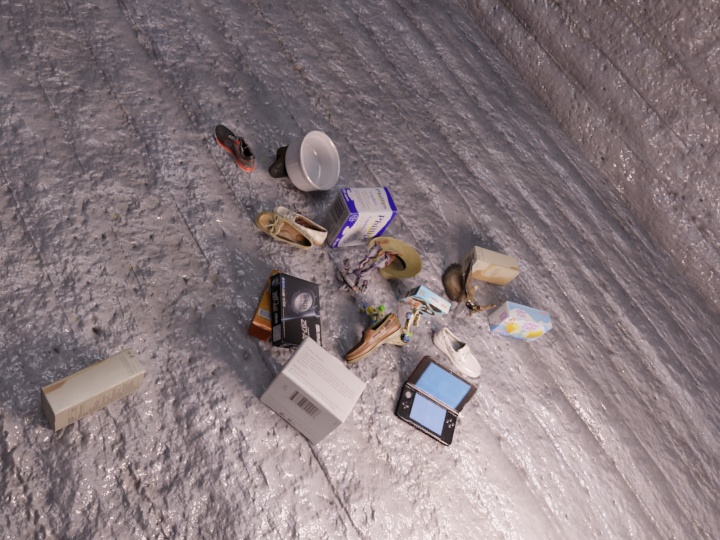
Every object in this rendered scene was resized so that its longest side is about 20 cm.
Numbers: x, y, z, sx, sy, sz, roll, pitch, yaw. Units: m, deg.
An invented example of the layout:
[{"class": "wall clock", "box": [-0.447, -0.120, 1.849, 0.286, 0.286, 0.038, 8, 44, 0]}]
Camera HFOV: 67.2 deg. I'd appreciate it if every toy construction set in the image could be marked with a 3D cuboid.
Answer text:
[{"class": "toy construction set", "box": [0.099, 0.167, 1.713, 0.196, 0.093, 0.133, 3, 56, -16]}]

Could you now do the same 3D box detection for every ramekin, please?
[{"class": "ramekin", "box": [-0.168, -0.371, 1.873, 0.199, 0.096, 0.205, 10, 78, -51]}]

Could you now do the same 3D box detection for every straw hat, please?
[{"class": "straw hat", "box": [0.106, -0.018, 1.847, 0.197, 0.086, 0.203, 13, 42, -12]}]

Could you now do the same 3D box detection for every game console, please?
[{"class": "game console", "box": [0.227, 0.387, 1.606, 0.198, 0.119, 0.174, 31, 47, -7]}]

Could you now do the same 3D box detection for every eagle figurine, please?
[{"class": "eagle figurine", "box": [0.372, 0.058, 1.920, 0.203, 0.150, 0.151, 66, 14, 3]}]

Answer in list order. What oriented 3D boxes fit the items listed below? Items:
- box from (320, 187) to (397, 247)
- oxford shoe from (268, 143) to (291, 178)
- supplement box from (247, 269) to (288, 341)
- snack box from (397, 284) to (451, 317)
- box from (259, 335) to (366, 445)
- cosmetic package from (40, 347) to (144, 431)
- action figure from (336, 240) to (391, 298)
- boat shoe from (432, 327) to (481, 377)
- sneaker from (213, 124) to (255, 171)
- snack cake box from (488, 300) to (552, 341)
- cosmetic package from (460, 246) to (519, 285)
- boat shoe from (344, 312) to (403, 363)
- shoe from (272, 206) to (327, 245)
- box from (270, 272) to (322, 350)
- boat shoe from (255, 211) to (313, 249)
[{"class": "box", "box": [-0.006, -0.178, 1.825, 0.197, 0.184, 0.106, -8, 61, -34]}, {"class": "oxford shoe", "box": [-0.271, -0.386, 1.903, 0.084, 0.073, 0.200, 29, 43, 11]}, {"class": "supplement box", "box": [-0.259, 0.097, 1.555, 0.068, 0.067, 0.202, 25, 48, -10]}, {"class": "snack box", "box": [0.201, 0.102, 1.745, 0.115, 0.200, 0.037, 32, 75, -7]}, {"class": "box", "box": [-0.125, 0.311, 1.391, 0.198, 0.200, 0.131, 39, 48, 0]}, {"class": "cosmetic package", "box": [-0.594, 0.262, 1.208, 0.199, 0.106, 0.071, -25, 71, -42]}, {"class": "action figure", "box": [0.000, 0.000, 1.731, 0.200, 0.069, 0.130, -42, 76, 0]}, {"class": "boat shoe", "box": [0.328, 0.269, 1.785, 0.200, 0.069, 0.071, 42, 45, 1]}, {"class": "sneaker", "box": [-0.414, -0.431, 1.828, 0.200, 0.082, 0.077, 49, 47, 8]}, {"class": "snack cake box", "box": [0.578, 0.186, 1.966, 0.197, 0.115, 0.068, 14, 51, -21]}, {"class": "cosmetic package", "box": [0.490, -0.015, 2.056, 0.197, 0.105, 0.072, 13, 53, -21]}, {"class": "boat shoe", "box": [0.030, 0.198, 1.611, 0.198, 0.072, 0.069, -33, 103, -15]}, {"class": "shoe", "box": [-0.197, -0.159, 1.784, 0.198, 0.053, 0.070, 31, 47, -8]}, {"class": "box", "box": [-0.182, 0.122, 1.537, 0.159, 0.043, 0.204, 21, 56, -47]}, {"class": "boat shoe", "box": [-0.237, -0.128, 1.714, 0.197, 0.063, 0.074, 24, 91, -15]}]
